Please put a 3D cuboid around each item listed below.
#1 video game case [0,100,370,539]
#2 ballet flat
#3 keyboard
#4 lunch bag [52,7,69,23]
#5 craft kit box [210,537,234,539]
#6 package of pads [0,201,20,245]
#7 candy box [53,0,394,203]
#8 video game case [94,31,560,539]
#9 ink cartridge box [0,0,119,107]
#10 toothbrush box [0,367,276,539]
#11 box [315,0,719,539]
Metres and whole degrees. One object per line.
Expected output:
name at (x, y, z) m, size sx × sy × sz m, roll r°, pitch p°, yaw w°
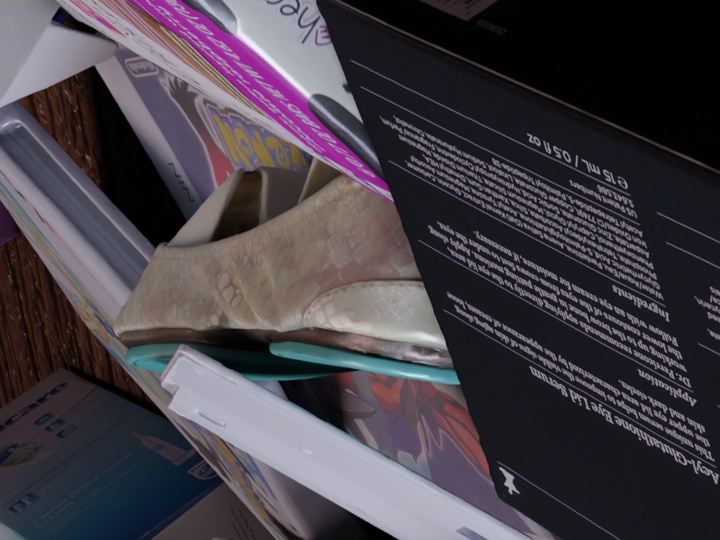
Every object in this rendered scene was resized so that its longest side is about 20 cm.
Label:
video game case at (-0.067, 0.026, 0.935) m, size 0.182 × 0.022 × 0.200 m, roll 46°, pitch 171°, yaw 29°
ballet flat at (-0.012, -0.002, 0.720) m, size 0.200 × 0.067 × 0.063 m, roll 176°, pitch 102°, yaw -66°
keyboard at (0.035, 0.074, 0.727) m, size 0.199 × 0.011 × 0.056 m, roll 29°, pitch 161°, yaw -3°
lunch bag at (-0.165, -0.142, 0.896) m, size 0.200 × 0.094 × 0.150 m, roll 47°, pitch 161°, yaw -14°
craft kit box at (0.043, 0.176, 0.876) m, size 0.197 × 0.048 × 0.200 m, roll -5°, pitch 122°, yaw 57°
package of pads at (-0.215, -0.061, 1.057) m, size 0.076 × 0.120 × 0.200 m, roll 41°, pitch 157°, yaw 34°
candy box at (-0.051, -0.092, 0.634) m, size 0.136 × 0.061 × 0.200 m, roll 40°, pitch 176°, yaw -37°
video game case at (0.000, 0.000, 0.799) m, size 0.183 × 0.023 × 0.200 m, roll 60°, pitch 160°, yaw -13°
ink cartridge box at (-0.171, -0.104, 0.750) m, size 0.128 × 0.125 × 0.200 m, roll -21°, pitch 118°, yaw 32°
toothbrush box at (-0.089, 0.138, 1.136) m, size 0.200 × 0.085 × 0.147 m, roll 21°, pitch 141°, yaw 60°
box at (0.093, 0.011, 0.519) m, size 0.200 × 0.079 × 0.142 m, roll 30°, pitch 146°, yaw 49°
